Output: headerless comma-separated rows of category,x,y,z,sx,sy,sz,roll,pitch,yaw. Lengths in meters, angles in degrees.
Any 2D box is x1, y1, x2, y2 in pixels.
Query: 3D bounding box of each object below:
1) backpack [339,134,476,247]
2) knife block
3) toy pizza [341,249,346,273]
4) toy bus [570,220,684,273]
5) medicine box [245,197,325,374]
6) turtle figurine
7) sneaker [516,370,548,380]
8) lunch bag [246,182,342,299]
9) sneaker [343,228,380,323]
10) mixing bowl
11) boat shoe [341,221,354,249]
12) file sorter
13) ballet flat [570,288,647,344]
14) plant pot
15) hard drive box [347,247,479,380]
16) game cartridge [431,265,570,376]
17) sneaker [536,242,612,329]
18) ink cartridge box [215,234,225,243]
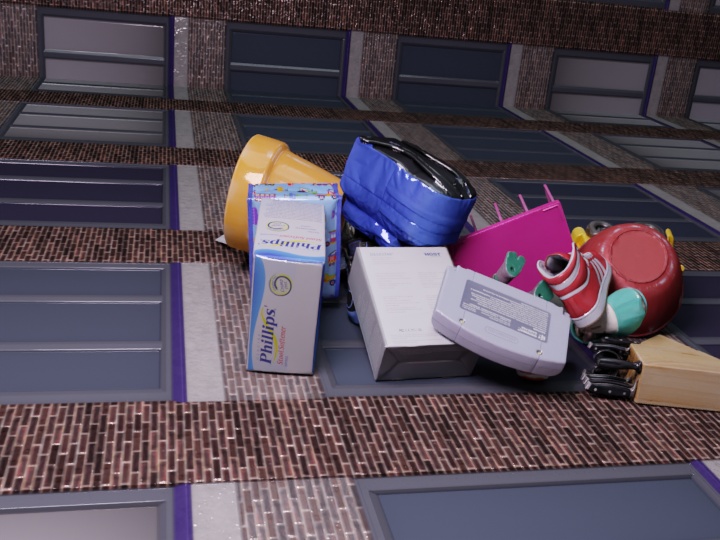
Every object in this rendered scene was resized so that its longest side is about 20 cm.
backpack,0.083,-0.113,1.397,0.198,0.170,0.161,32,26,26
knife block,0.429,0.158,1.239,0.174,0.065,0.198,-15,30,-42
toy pizza,-0.094,-0.018,1.574,0.196,0.032,0.201,1,17,0
toy bus,0.486,0.016,1.555,0.195,0.138,0.194,3,37,-2
medicine box,-0.108,0.020,1.250,0.101,0.185,0.201,4,27,-6
turtle figurine,0.206,0.051,1.358,0.148,0.199,0.102,27,56,-20
sneaker,0.280,0.100,1.329,0.071,0.079,0.200,7,20,7
lunch bag,-0.107,-0.033,1.379,0.147,0.204,0.094,-1,20,-6
sneaker,0.000,0.000,1.430,0.069,0.078,0.202,-23,32,23
mixing bowl,0.459,-0.003,1.439,0.196,0.109,0.204,-2,65,4
boat shoe,-0.014,-0.088,1.630,0.059,0.073,0.202,-18,10,11
file sorter,0.260,-0.042,1.477,0.197,0.141,0.126,-21,22,10
ballet flat,0.380,0.080,1.334,0.069,0.069,0.200,-17,-12,-10
plant pot,-0.119,-0.114,1.487,0.180,0.204,0.201,16,22,6
hard drive box,0.078,0.059,1.277,0.153,0.078,0.202,0,45,-16
game cartridge,0.202,0.074,1.220,0.197,0.042,0.134,22,45,2
sneaker,0.333,-0.007,1.323,0.071,0.113,0.201,-31,15,28
ink cartridge box,-0.164,-0.072,1.660,0.198,0.048,0.159,-28,22,-25
